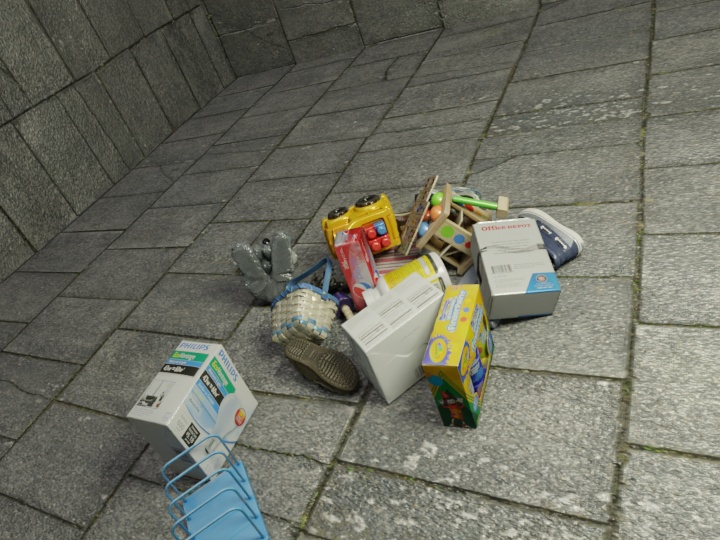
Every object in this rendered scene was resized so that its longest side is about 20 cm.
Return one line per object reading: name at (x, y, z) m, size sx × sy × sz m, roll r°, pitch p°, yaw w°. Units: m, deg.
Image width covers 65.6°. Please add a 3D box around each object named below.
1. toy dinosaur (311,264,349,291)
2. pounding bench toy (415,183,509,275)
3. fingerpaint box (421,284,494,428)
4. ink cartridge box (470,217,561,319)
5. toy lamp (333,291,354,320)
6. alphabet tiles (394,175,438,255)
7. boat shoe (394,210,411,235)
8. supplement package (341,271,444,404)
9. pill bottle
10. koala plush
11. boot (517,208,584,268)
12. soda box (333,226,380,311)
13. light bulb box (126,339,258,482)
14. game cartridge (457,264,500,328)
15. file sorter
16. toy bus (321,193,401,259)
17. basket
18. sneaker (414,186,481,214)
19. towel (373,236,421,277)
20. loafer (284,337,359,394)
toy dinosaur at (-0.105, 0.035, 1.505) m, size 0.194 × 0.048 × 0.090 m, roll -16°, pitch 42°, yaw 18°
pounding bench toy at (0.237, -0.127, 1.325) m, size 0.201 × 0.153 × 0.126 m, roll -52°, pitch 15°, yaw 38°
fingerpaint box at (0.191, 0.158, 1.053) m, size 0.071 × 0.170 × 0.202 m, roll -2°, pitch 39°, yaw 28°
ink cartridge box at (0.324, -0.006, 1.195) m, size 0.140 × 0.085 × 0.204 m, roll -5°, pitch 50°, yaw 0°
toy lamp at (-0.023, 0.116, 1.335) m, size 0.057 × 0.059 × 0.201 m, roll -27°, pitch 34°, yaw -6°
alphabet tiles at (0.139, -0.138, 1.383) m, size 0.167 × 0.007 × 0.205 m, roll -129°, pitch 61°, yaw -82°
boat shoe at (0.118, -0.130, 1.573) m, size 0.197 × 0.077 × 0.075 m, roll -4°, pitch 15°, yaw 28°
supplement package at (0.085, 0.137, 1.153) m, size 0.197 × 0.158 × 0.111 m, roll -34°, pitch 36°, yaw -14°
pill bottle at (0.106, 0.048, 1.294) m, size 0.195 × 0.114 × 0.113 m, roll -24°, pitch 34°, yaw -1°
koala plush at (-0.260, -0.018, 1.596) m, size 0.172 × 0.190 × 0.200 m, roll -15°, pitch 13°, yaw -4°
boot at (0.416, -0.078, 1.304) m, size 0.089 × 0.074 × 0.200 m, roll -28°, pitch 35°, yaw -16°
soda box at (0.000, 0.000, 1.344) m, size 0.068 × 0.204 × 0.064 m, roll -9°, pitch 35°, yaw 18°
light bulb box at (-0.343, 0.291, 1.176) m, size 0.121 × 0.202 × 0.202 m, roll 1°, pitch 42°, yaw 28°
game cartridge at (0.285, 0.041, 1.264) m, size 0.131 × 0.042 × 0.201 m, roll 14°, pitch 50°, yaw 38°
file sorter at (-0.274, 0.429, 1.022) m, size 0.137 × 0.125 × 0.200 m, roll -31°, pitch 36°, yaw -10°
toy bus at (0.007, -0.090, 1.421) m, size 0.194 × 0.139 × 0.193 m, roll -20°, pitch 21°, yaw 0°
basket at (-0.137, 0.084, 1.352) m, size 0.175 × 0.137 × 0.205 m, roll -31°, pitch 45°, yaw 41°
sneaker at (0.249, -0.198, 1.581) m, size 0.195 × 0.080 × 0.086 m, roll 8°, pitch 33°, yaw 28°
towel at (0.088, -0.030, 1.468) m, size 0.142 × 0.031 × 0.202 m, roll -6°, pitch 33°, yaw 22°
loafer at (-0.081, 0.214, 1.239) m, size 0.197 × 0.068 × 0.076 m, roll 26°, pitch 60°, yaw 30°
